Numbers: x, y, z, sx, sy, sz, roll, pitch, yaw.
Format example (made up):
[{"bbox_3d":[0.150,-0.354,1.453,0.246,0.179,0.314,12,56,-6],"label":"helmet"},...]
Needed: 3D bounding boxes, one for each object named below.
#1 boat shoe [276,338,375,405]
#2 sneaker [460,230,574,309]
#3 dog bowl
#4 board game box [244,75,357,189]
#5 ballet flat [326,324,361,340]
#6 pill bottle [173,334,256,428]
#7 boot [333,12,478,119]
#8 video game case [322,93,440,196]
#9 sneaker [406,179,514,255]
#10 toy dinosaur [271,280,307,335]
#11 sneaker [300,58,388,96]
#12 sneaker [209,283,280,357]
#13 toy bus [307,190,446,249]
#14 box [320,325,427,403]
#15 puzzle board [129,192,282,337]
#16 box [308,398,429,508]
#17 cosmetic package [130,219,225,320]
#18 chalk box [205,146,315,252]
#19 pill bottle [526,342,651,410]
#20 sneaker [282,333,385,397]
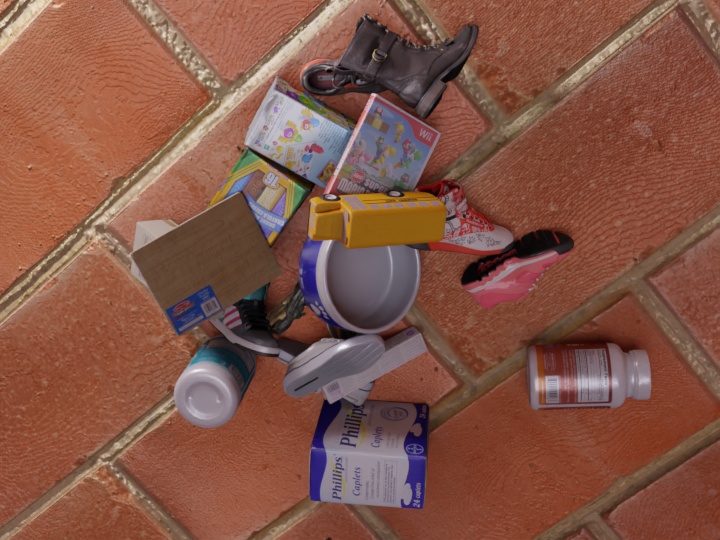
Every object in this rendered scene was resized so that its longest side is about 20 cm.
[{"bbox_3d":[-0.076,0.188,1.646,0.199,0.071,0.070,22,107,-9],"label":"boat shoe"},{"bbox_3d":[0.273,0.001,1.551,0.200,0.074,0.087,-25,118,18],"label":"sneaker"},{"bbox_3d":[0.000,0.000,1.506,0.200,0.079,0.201,-3,96,-37],"label":"dog bowl"},{"bbox_3d":[-0.072,-0.210,1.471,0.200,0.103,0.105,28,108,-14],"label":"board game box"},{"bbox_3d":[-0.035,0.063,1.599,0.068,0.068,0.201,-4,108,17],"label":"ballet flat"},{"bbox_3d":[-0.245,0.181,1.590,0.110,0.200,0.111,2,108,6],"label":"pill bottle"},{"bbox_3d":[0.073,-0.343,1.409,0.174,0.069,0.200,34,68,2],"label":"boot"},{"bbox_3d":[0.030,-0.154,1.427,0.143,0.017,0.201,24,93,-35],"label":"video game case"},{"bbox_3d":[0.170,-0.088,1.490,0.201,0.067,0.108,2,118,-17],"label":"sneaker"},{"bbox_3d":[-0.093,0.032,1.580,0.047,0.088,0.200,32,113,6],"label":"toy dinosaur"},{"bbox_3d":[-0.002,-0.310,1.456,0.199,0.082,0.077,-12,107,9],"label":"sneaker"},{"bbox_3d":[-0.185,0.063,1.569,0.083,0.200,0.121,10,103,-41],"label":"sneaker"},{"bbox_3d":[0.023,-0.076,1.383,0.199,0.078,0.065,-5,118,-23],"label":"toy bus"},{"bbox_3d":[0.020,0.164,1.598,0.200,0.039,0.042,-29,114,-10],"label":"box"},{"bbox_3d":[-0.239,-0.011,1.438,0.200,0.017,0.151,-32,107,-20],"label":"puzzle board"},{"bbox_3d":[0.019,0.317,1.616,0.199,0.184,0.105,3,111,5],"label":"box"},{"bbox_3d":[-0.304,-0.003,1.542,0.200,0.071,0.106,34,120,40],"label":"cosmetic package"},{"bbox_3d":[-0.179,-0.103,1.525,0.124,0.125,0.200,36,108,-7],"label":"chalk box"},{"bbox_3d":[0.387,0.181,1.567,0.199,0.112,0.113,-2,109,7],"label":"pill bottle"},{"bbox_3d":[-0.050,0.142,1.541,0.200,0.071,0.073,-25,133,21],"label":"sneaker"}]
